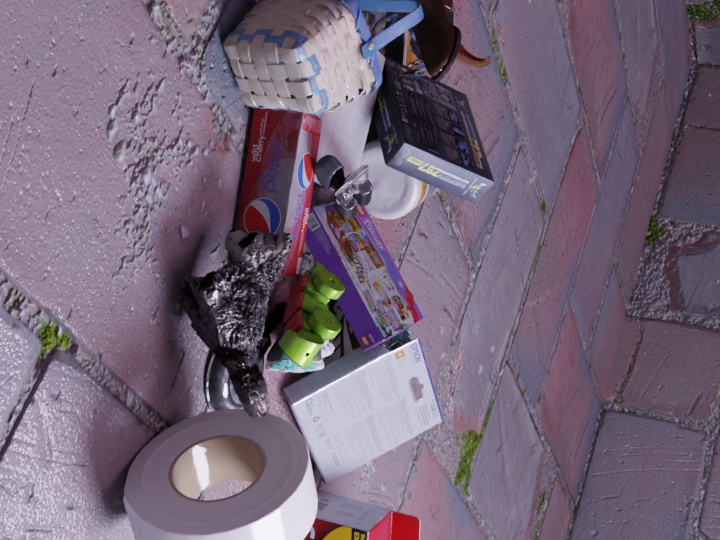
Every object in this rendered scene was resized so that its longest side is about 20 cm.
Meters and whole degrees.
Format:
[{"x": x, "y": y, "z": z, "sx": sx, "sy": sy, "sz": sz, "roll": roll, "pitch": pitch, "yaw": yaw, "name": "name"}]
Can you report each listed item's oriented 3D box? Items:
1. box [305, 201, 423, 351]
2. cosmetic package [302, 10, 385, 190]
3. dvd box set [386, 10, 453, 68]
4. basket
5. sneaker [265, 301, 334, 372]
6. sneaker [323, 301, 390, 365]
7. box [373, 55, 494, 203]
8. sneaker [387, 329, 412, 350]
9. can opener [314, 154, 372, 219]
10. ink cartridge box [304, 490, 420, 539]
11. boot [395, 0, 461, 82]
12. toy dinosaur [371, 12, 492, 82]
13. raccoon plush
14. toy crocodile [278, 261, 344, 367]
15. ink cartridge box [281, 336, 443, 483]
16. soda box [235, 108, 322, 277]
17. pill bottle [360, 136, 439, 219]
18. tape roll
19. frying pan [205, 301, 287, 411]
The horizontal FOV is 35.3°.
[{"x": 0.000, "y": 0.000, "z": 1.534, "sx": 0.200, "sy": 0.039, "sz": 0.137, "roll": 62, "pitch": 28, "yaw": 4, "name": "box"}, {"x": -0.036, "y": -0.221, "z": 1.491, "sx": 0.151, "sy": 0.052, "sz": 0.200, "roll": 36, "pitch": 65, "yaw": -65, "name": "cosmetic package"}, {"x": 0.095, "y": -0.388, "z": 1.742, "sx": 0.200, "sy": 0.029, "sz": 0.146, "roll": -27, "pitch": 122, "yaw": -61, "name": "dvd box set"}, {"x": -0.048, "y": -0.267, "z": 1.317, "sx": 0.200, "sy": 0.176, "sz": 0.139, "roll": -45, "pitch": 130, "yaw": -29, "name": "basket"}, {"x": -0.079, "y": 0.076, "z": 1.444, "sx": 0.200, "sy": 0.078, "sz": 0.091, "roll": -64, "pitch": 152, "yaw": -82, "name": "sneaker"}, {"x": -0.005, "y": 0.111, "z": 1.622, "sx": 0.066, "sy": 0.090, "sz": 0.200, "roll": 27, "pitch": 73, "yaw": -63, "name": "sneaker"}, {"x": 0.095, "y": -0.199, "z": 1.585, "sx": 0.158, "sy": 0.051, "sz": 0.200, "roll": 19, "pitch": 40, "yaw": -29, "name": "box"}, {"x": 0.053, "y": 0.116, "z": 1.724, "sx": 0.078, "sy": 0.091, "sz": 0.200, "roll": 78, "pitch": 30, "yaw": -52, "name": "sneaker"}, {"x": -0.020, "y": -0.111, "z": 1.425, "sx": 0.053, "sy": 0.067, "sz": 0.200, "roll": -43, "pitch": 178, "yaw": -3, "name": "can opener"}, {"x": -0.013, "y": 0.434, "z": 1.609, "sx": 0.084, "sy": 0.175, "sz": 0.200, "roll": -27, "pitch": 121, "yaw": -61, "name": "ink cartridge box"}, {"x": 0.027, "y": -0.338, "z": 1.422, "sx": 0.200, "sy": 0.064, "sz": 0.186, "roll": 23, "pitch": 41, "yaw": -26, "name": "boot"}, {"x": 0.074, "y": -0.358, "z": 1.563, "sx": 0.105, "sy": 0.200, "sz": 0.182, "roll": 90, "pitch": -1, "yaw": -83, "name": "toy dinosaur"}, {"x": -0.114, "y": 0.050, "z": 1.281, "sx": 0.134, "sy": 0.097, "sz": 0.200, "roll": -26, "pitch": 102, "yaw": -26, "name": "raccoon plush"}, {"x": -0.063, "y": 0.050, "z": 1.349, "sx": 0.068, "sy": 0.062, "sz": 0.200, "roll": -49, "pitch": -161, "yaw": 27, "name": "toy crocodile"}, {"x": 0.007, "y": 0.190, "z": 1.599, "sx": 0.200, "sy": 0.043, "sz": 0.196, "roll": -28, "pitch": 135, "yaw": -11, "name": "ink cartridge box"}, {"x": -0.101, "y": -0.094, "z": 1.370, "sx": 0.063, "sy": 0.070, "sz": 0.200, "roll": 7, "pitch": 92, "yaw": -68, "name": "soda box"}, {"x": 0.072, "y": -0.157, "z": 1.666, "sx": 0.200, "sy": 0.116, "sz": 0.116, "roll": -37, "pitch": 130, "yaw": -56, "name": "pill bottle"}, {"x": -0.150, "y": 0.238, "z": 1.224, "sx": 0.202, "sy": 0.202, "sz": 0.071, "roll": -51, "pitch": 142, "yaw": -47, "name": "tape roll"}, {"x": -0.134, "y": 0.117, "z": 1.426, "sx": 0.190, "sy": 0.031, "sz": 0.115, "roll": -24, "pitch": 122, "yaw": -59, "name": "frying pan"}]
